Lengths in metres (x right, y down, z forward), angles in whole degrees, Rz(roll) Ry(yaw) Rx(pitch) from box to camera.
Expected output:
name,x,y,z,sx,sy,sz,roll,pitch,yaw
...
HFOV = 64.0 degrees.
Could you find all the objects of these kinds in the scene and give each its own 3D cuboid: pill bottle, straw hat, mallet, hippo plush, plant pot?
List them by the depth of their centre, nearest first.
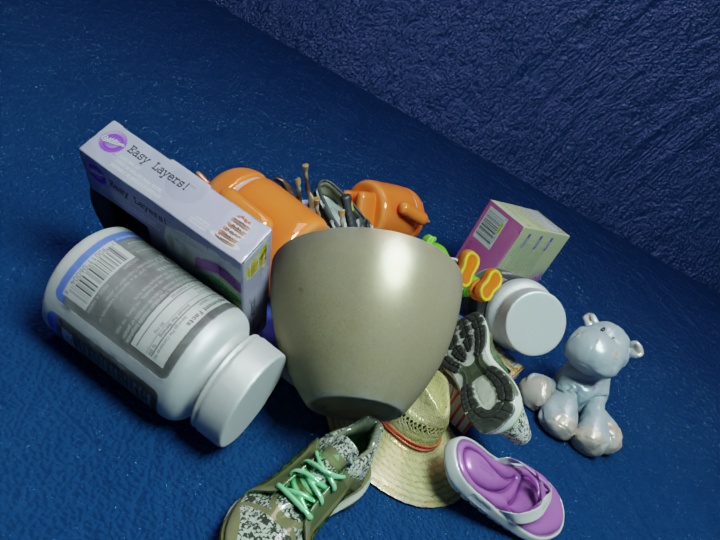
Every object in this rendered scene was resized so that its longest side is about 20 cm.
name,x,y,z,sx,sy,sz,roll,pitch,yaw
pill bottle,-0.173,0.060,0.521,0.198,0.115,0.114,34,24,9
plant pot,0.001,0.069,0.561,0.197,0.200,0.137,18,60,-24
straw hat,0.058,0.150,0.645,0.198,0.086,0.202,25,24,-12
mallet,0.000,0.000,0.780,0.040,0.203,0.066,-9,27,12
hippo plush,0.356,0.166,0.862,0.198,0.163,0.159,1,36,-48
pill bottle,0.242,0.064,0.925,0.111,0.115,0.200,25,5,-9

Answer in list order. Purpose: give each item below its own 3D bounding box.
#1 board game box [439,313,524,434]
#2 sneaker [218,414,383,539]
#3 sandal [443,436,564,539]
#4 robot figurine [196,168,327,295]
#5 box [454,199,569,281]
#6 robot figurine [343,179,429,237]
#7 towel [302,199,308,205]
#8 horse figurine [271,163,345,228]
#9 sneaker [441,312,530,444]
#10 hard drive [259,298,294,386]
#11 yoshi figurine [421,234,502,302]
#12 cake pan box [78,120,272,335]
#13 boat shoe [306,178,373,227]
name,x,y,z,sx,sy,sz,roll,pitch,yaw
board game box,0.137,0.130,0.823,0.151,0.047,0.199,40,26,21
sneaker,-0.040,0.174,0.480,0.076,0.090,0.199,36,25,15
sandal,0.167,0.233,0.610,0.201,0.050,0.084,30,42,-31
robot figurine,-0.120,-0.046,0.709,0.199,0.118,0.143,37,29,14
box,0.300,-0.034,1.173,0.198,0.178,0.097,3,34,-45
robot figurine,0.047,-0.108,1.105,0.198,0.143,0.118,1,58,-48
towel,-0.074,-0.040,0.879,0.144,0.024,0.202,-1,47,-29
horse figurine,-0.066,-0.063,0.816,0.049,0.135,0.200,-18,42,-22
sneaker,0.154,0.135,0.709,0.089,0.076,0.201,47,18,-29
hard drive,-0.129,0.048,0.705,0.198,0.026,0.132,34,24,8
yoshi figurine,0.138,-0.007,0.940,0.110,0.115,0.199,-13,8,-29
cake pan box,-0.179,-0.026,0.575,0.198,0.185,0.052,34,56,9
boat shoe,-0.013,-0.056,0.863,0.075,0.061,0.200,-24,61,-43
